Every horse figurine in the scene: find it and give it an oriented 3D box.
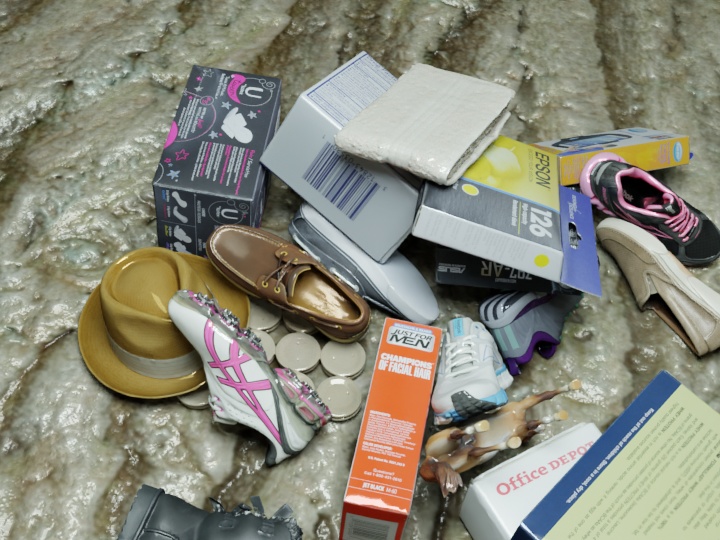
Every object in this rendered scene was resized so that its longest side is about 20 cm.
[{"bbox_3d":[0.120,0.155,0.843,0.199,0.132,0.050,-18,77,-38],"label":"horse figurine"}]

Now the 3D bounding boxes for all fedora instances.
[{"bbox_3d":[-0.215,0.037,0.962,0.199,0.082,0.201,-4,51,4],"label":"fedora"}]

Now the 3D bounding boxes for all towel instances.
[{"bbox_3d":[0.073,-0.157,0.952,0.132,0.035,0.200,20,41,22],"label":"towel"}]

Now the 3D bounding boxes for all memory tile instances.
[{"bbox_3d":[-0.092,0.090,0.988,0.199,0.017,0.154,5,52,0],"label":"memory tile"}]

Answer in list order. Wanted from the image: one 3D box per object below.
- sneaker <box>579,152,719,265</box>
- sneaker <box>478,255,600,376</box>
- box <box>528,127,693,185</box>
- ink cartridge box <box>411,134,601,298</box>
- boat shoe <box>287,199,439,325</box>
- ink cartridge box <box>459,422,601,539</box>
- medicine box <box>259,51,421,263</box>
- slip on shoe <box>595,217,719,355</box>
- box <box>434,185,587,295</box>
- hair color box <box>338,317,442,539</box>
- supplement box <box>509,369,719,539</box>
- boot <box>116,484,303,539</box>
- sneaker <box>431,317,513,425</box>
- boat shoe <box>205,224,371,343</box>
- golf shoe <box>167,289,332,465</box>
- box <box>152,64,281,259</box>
[{"bbox_3d":[0.352,-0.066,1.059,0.199,0.095,0.079,30,89,-12],"label":"sneaker"},{"bbox_3d":[0.211,0.046,1.029,0.199,0.074,0.088,-25,99,-38],"label":"sneaker"},{"bbox_3d":[0.317,-0.149,1.153,0.199,0.042,0.119,-12,17,-12],"label":"box"},{"bbox_3d":[0.160,-0.074,0.944,0.199,0.047,0.198,17,36,-2],"label":"ink cartridge box"},{"bbox_3d":[0.000,0.000,1.033,0.200,0.068,0.072,41,31,0],"label":"boat shoe"},{"bbox_3d":[0.204,0.261,0.831,0.145,0.088,0.200,-21,58,-20],"label":"ink cartridge box"},{"bbox_3d":[0.015,-0.136,1.047,0.182,0.103,0.200,40,34,-1],"label":"medicine box"},{"bbox_3d":[0.340,0.017,1.048,0.061,0.076,0.200,-41,65,-6],"label":"slip on shoe"},{"bbox_3d":[0.173,-0.045,1.037,0.159,0.044,0.200,4,29,8],"label":"box"},{"bbox_3d":[0.030,0.161,0.881,0.064,0.111,0.201,11,52,4],"label":"hair color box"},{"bbox_3d":[0.245,0.231,0.718,0.200,0.135,0.200,40,59,21],"label":"supplement box"},{"bbox_3d":[-0.145,0.288,0.797,0.161,0.074,0.199,15,52,3],"label":"boot"},{"bbox_3d":[0.101,0.092,0.890,0.075,0.200,0.087,-17,91,12],"label":"sneaker"},{"bbox_3d":[-0.074,0.006,0.968,0.199,0.068,0.072,31,77,2],"label":"boat shoe"},{"bbox_3d":[-0.124,0.106,0.891,0.092,0.073,0.200,-44,96,-2],"label":"golf shoe"},{"bbox_3d":[-0.163,-0.122,1.075,0.114,0.132,0.201,10,52,-1],"label":"box"}]
